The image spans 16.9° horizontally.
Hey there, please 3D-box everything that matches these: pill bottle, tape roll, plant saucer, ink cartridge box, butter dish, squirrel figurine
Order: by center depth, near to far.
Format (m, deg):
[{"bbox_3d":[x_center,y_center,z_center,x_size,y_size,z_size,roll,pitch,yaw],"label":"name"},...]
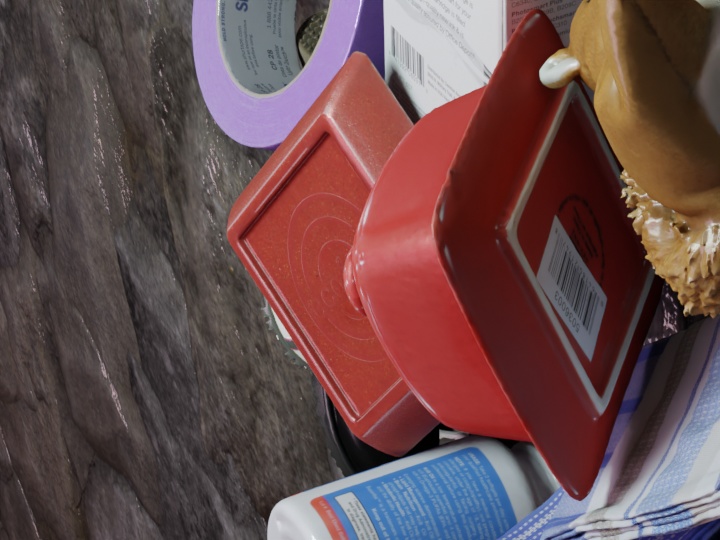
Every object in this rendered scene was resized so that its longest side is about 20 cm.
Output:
[{"bbox_3d":[0.157,-0.077,1.182,0.187,0.141,0.201,-147,46,-68],"label":"squirrel figurine"},{"bbox_3d":[0.059,-0.003,1.296,0.147,0.200,0.200,-8,127,31],"label":"butter dish"},{"bbox_3d":[0.079,-0.149,1.384,0.146,0.084,0.201,49,148,47],"label":"ink cartridge box"},{"bbox_3d":[0.000,0.000,1.475,0.200,0.037,0.200,57,143,11],"label":"plant saucer"},{"bbox_3d":[0.051,0.169,1.533,0.112,0.199,0.113,51,150,45],"label":"pill bottle"},{"bbox_3d":[-0.030,-0.175,1.559,0.200,0.065,0.201,-11,76,53],"label":"tape roll"}]

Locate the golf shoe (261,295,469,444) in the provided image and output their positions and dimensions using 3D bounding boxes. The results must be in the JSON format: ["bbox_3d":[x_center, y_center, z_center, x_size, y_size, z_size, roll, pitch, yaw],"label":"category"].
[{"bbox_3d":[0.009,0.055,1.706,0.088,0.077,0.200,-27,104,48],"label":"golf shoe"}]

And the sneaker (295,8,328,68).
[{"bbox_3d":[0.027,-0.100,1.606,0.200,0.070,0.076,54,174,42],"label":"sneaker"}]

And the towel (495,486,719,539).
[{"bbox_3d":[0.150,0.129,1.320,0.024,0.145,0.200,48,172,-15],"label":"towel"}]

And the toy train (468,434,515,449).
[{"bbox_3d":[0.080,0.059,1.609,0.046,0.034,0.201,-145,43,-63],"label":"toy train"}]

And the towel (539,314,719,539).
[{"bbox_3d":[0.169,0.075,1.251,0.024,0.147,0.200,35,154,-13],"label":"towel"}]

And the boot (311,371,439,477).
[{"bbox_3d":[0.038,0.056,1.557,0.157,0.079,0.212,3,112,51],"label":"boot"}]
